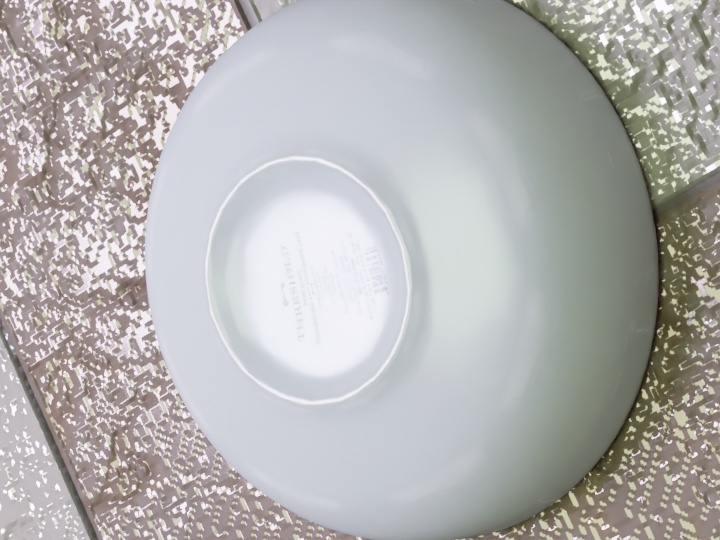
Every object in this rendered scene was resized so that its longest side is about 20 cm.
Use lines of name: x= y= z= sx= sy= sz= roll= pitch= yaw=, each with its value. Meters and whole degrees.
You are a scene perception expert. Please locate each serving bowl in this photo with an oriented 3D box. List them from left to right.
serving bowl: x=0.000 y=0.000 z=0.996 sx=0.200 sy=0.066 sz=0.200 roll=5 pitch=99 yaw=33
